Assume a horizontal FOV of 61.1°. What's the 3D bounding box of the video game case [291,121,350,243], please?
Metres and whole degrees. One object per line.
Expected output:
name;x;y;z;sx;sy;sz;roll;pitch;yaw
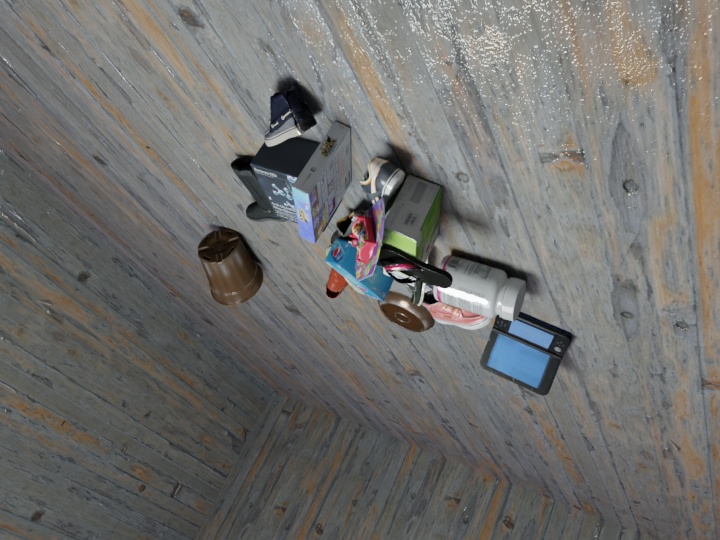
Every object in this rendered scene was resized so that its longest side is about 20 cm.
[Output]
video game case;-0.079;-0.185;1.315;0.045;0.184;0.201;23;156;11

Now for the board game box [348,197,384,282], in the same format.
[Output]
board game box;0.002;-0.065;1.291;0.038;0.163;0.200;10;170;-13

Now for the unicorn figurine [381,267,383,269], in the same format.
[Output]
unicorn figurine;0.075;-0.043;1.574;0.198;0.076;0.135;27;162;-38

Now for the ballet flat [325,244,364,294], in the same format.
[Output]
ballet flat;-0.022;-0.001;1.764;0.062;0.069;0.200;-15;131;45

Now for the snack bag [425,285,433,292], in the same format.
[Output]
snack bag;0.230;0.075;1.668;0.188;0.022;0.198;41;155;-23

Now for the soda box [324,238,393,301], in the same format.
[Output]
soda box;0.000;0.000;1.564;0.063;0.069;0.199;15;162;45

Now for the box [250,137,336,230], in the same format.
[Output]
box;-0.147;-0.207;1.446;0.145;0.109;0.202;19;154;25

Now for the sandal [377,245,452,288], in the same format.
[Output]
sandal;0.096;0.001;1.281;0.196;0.046;0.076;21;155;18

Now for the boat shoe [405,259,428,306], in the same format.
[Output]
boat shoe;0.138;0.013;1.559;0.065;0.073;0.203;2;139;4

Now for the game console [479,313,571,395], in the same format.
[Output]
game console;0.424;0.211;1.585;0.196;0.120;0.172;22;156;16

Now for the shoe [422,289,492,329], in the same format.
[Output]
shoe;0.245;0.095;1.578;0.197;0.073;0.091;0;145;50

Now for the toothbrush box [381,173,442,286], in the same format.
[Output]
toothbrush box;0.112;-0.084;1.337;0.084;0.148;0.201;22;155;14

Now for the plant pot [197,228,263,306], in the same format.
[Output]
plant pot;-0.455;-0.020;2.090;0.196;0.202;0.201;17;147;26

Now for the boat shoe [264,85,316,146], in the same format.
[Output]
boat shoe;-0.166;-0.329;1.297;0.198;0.074;0.094;-1;122;56

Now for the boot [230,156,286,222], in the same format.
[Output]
boot;-0.292;-0.217;1.647;0.161;0.067;0.201;3;149;32

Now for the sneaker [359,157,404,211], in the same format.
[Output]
sneaker;0.044;-0.182;1.312;0.079;0.079;0.201;38;163;7

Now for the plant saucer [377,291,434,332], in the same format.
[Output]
plant saucer;0.134;0.135;1.889;0.196;0.033;0.201;24;156;12

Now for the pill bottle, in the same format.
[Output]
pill bottle;0.279;0.043;1.431;0.196;0.115;0.114;18;154;26

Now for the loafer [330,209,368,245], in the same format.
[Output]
loafer;-0.030;-0.110;1.532;0.071;0.075;0.199;19;153;-26

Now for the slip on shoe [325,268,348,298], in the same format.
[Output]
slip on shoe;-0.072;0.035;1.895;0.073;0.062;0.201;31;155;1
